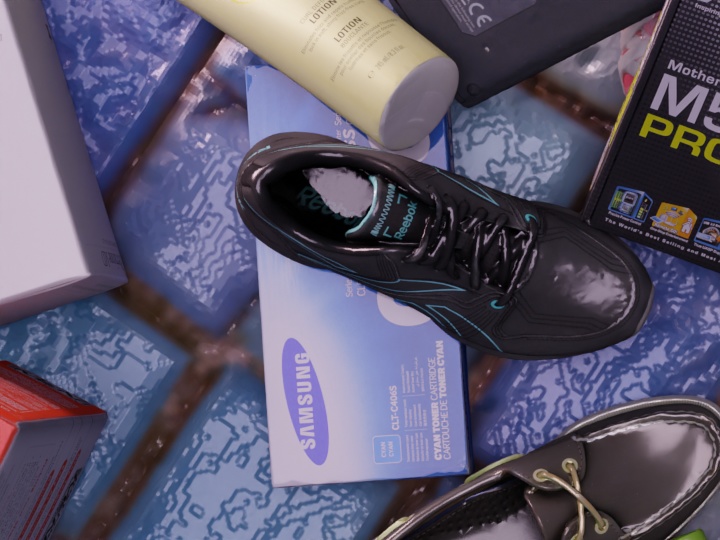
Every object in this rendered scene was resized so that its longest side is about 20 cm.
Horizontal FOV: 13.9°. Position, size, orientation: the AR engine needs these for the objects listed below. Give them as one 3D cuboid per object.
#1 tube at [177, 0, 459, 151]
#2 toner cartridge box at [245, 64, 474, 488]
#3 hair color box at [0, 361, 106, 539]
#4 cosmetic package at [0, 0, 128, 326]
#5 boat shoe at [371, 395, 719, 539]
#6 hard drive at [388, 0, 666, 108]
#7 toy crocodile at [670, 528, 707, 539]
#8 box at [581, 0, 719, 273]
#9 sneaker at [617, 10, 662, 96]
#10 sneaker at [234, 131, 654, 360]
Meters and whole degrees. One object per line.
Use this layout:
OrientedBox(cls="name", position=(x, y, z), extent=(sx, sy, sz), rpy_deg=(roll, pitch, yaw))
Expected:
OrientedBox(cls="tube", position=(-0.041, -0.129, 1.377), extent=(0.200, 0.058, 0.052), rpy_deg=(40, 124, 30))
OrientedBox(cls="toner cartridge box", position=(0.000, 0.000, 1.397), extent=(0.095, 0.043, 0.200), rpy_deg=(-5, 87, 6))
OrientedBox(cls="hair color box", position=(-0.178, 0.098, 1.325), extent=(0.061, 0.200, 0.102), rpy_deg=(26, 90, 7))
OrientedBox(cls="cosmetic package", position=(-0.184, -0.077, 1.387), extent=(0.085, 0.108, 0.200), rpy_deg=(-19, 88, 4))
OrientedBox(cls="boat shoe", position=(0.083, 0.119, 1.376), extent=(0.202, 0.060, 0.072), rpy_deg=(-26, 86, 4))
OrientedBox(cls="hard drive", position=(0.090, -0.171, 1.314), extent=(0.200, 0.033, 0.140), rpy_deg=(-26, 105, 34))
OrientedBox(cls="toy crocodile", position=(0.121, 0.171, 1.357), extent=(0.200, 0.062, 0.068), rpy_deg=(-28, 84, 13))
OrientedBox(cls="box", position=(0.215, -0.056, 1.302), extent=(0.200, 0.044, 0.160), rpy_deg=(21, 133, 1))
OrientedBox(cls="sneaker", position=(0.136, -0.137, 1.372), extent=(0.200, 0.075, 0.105), rpy_deg=(42, 87, 2))
OrientedBox(cls="sneaker", position=(0.035, -0.009, 1.334), extent=(0.200, 0.079, 0.075), rpy_deg=(17, 89, 4))
